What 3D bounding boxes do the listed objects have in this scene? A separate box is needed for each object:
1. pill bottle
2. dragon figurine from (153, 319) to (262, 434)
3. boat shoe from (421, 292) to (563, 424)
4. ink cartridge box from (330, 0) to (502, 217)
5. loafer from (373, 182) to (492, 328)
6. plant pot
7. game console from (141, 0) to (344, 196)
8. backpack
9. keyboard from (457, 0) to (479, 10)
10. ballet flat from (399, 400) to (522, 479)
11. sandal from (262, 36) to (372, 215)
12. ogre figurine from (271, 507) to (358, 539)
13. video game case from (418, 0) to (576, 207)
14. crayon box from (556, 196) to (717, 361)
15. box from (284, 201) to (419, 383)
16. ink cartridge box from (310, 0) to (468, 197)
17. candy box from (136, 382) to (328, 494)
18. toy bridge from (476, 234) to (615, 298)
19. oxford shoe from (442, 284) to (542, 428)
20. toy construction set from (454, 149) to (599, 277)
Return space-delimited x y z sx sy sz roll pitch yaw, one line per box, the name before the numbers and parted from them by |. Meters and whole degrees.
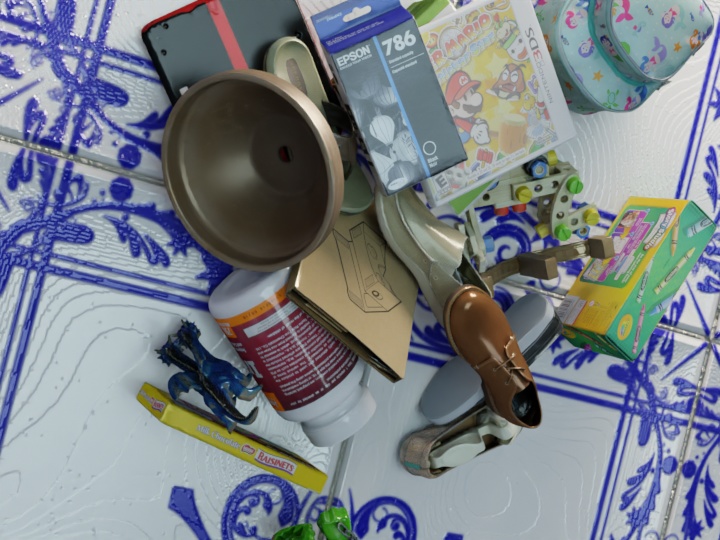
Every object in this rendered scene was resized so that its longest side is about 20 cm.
pill bottle | -0.067 0.086 1.281 0.113 0.113 0.201 -37 109 -17
dragon figurine | -0.156 0.109 1.198 0.099 0.200 0.059 34 95 -17
boat shoe | 0.159 0.116 1.414 0.199 0.073 0.068 -47 128 -8
ink cartridge box | 0.086 -0.181 1.343 0.148 0.076 0.201 -44 110 -15
loafer | 0.083 -0.027 1.326 0.201 0.068 0.076 57 28 -19
plant pot | -0.095 -0.109 1.210 0.093 0.199 0.203 -38 115 -57
game console | -0.119 -0.200 1.277 0.176 0.031 0.202 -28 106 -16
backpack | 0.301 -0.284 1.404 0.200 0.150 0.178 -45 113 -9
keyboard | 0.157 -0.217 1.412 0.056 0.011 0.202 -26 106 -21
ballet flat | 0.142 0.195 1.416 0.199 0.067 0.069 -27 106 -21
sandal | -0.041 -0.149 1.257 0.080 0.057 0.203 -37 110 -40
ogre figurine | -0.068 0.346 1.314 0.200 0.098 0.120 -49 123 -4
video game case | 0.128 -0.192 1.306 0.199 0.023 0.184 -27 103 -19
crayon box | 0.331 0.006 1.456 0.058 0.119 0.201 39 79 -23
box | 0.000 0.000 1.287 0.163 0.021 0.201 40 38 -24
ink cartridge box | 0.030 -0.187 1.236 0.099 0.039 0.202 -25 102 -5
candy box | -0.136 0.177 1.264 0.199 0.102 0.027 30 82 -25
toy bridge | 0.210 -0.006 1.427 0.198 0.067 0.028 -17 103 -24
oxford shoe | 0.155 0.096 1.315 0.071 0.071 0.201 -39 123 -10
toy construction set | 0.183 -0.073 1.401 0.198 0.092 0.132 -20 121 -20
